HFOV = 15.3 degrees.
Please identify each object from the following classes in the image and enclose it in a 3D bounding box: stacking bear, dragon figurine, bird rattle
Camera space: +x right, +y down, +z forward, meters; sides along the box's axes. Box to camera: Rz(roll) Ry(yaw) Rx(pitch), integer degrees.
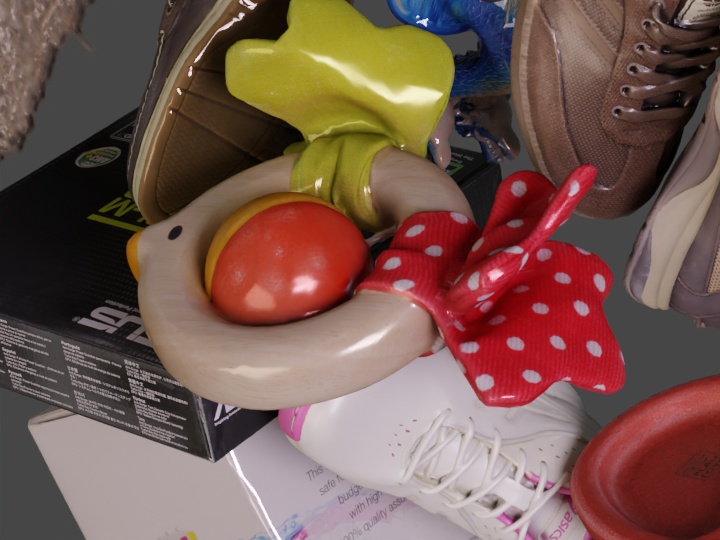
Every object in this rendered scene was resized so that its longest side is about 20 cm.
[{"bbox_3d":[0.166,0.151,1.066,0.113,0.121,0.201,10,130,51],"label":"stacking bear"},{"bbox_3d":[0.046,-0.121,1.041,0.099,0.059,0.201,14,126,40],"label":"dragon figurine"},{"bbox_3d":[0.000,0.000,0.997,0.200,0.162,0.113,56,170,43],"label":"bird rattle"}]

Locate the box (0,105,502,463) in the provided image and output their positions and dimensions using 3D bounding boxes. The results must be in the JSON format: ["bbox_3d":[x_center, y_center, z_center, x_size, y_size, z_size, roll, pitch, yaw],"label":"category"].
[{"bbox_3d":[-0.070,-0.007,1.135,0.199,0.193,0.048,16,127,40],"label":"box"}]

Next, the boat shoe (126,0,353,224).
[{"bbox_3d":[-0.043,-0.111,1.094,0.065,0.073,0.201,36,100,50],"label":"boat shoe"}]

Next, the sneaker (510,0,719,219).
[{"bbox_3d":[0.103,-0.100,0.962,0.076,0.070,0.201,43,138,51],"label":"sneaker"}]

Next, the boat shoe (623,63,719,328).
[{"bbox_3d":[0.161,-0.054,0.967,0.073,0.075,0.200,27,137,6],"label":"boat shoe"}]

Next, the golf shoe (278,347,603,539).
[{"bbox_3d":[0.050,0.071,1.071,0.091,0.200,0.076,43,107,36],"label":"golf shoe"}]

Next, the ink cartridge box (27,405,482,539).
[{"bbox_3d":[-0.020,0.111,1.199,0.144,0.147,0.201,-17,102,51],"label":"ink cartridge box"}]

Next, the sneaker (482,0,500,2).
[{"bbox_3d":[0.002,-0.178,0.934,0.074,0.087,0.201,22,138,53],"label":"sneaker"}]
